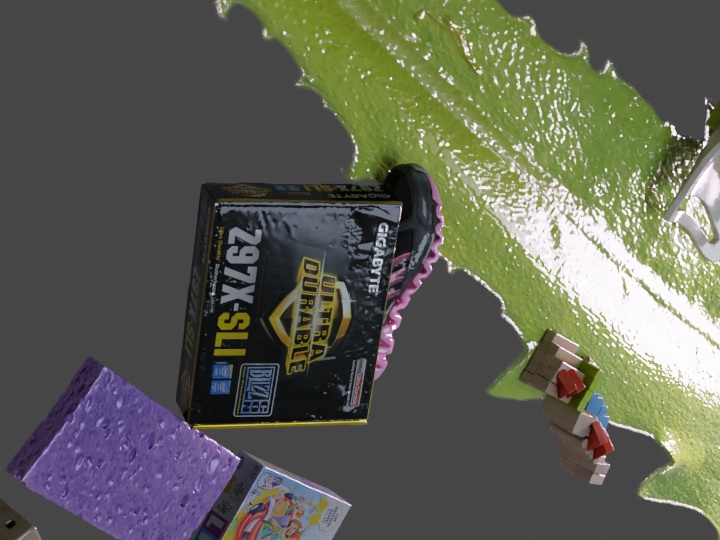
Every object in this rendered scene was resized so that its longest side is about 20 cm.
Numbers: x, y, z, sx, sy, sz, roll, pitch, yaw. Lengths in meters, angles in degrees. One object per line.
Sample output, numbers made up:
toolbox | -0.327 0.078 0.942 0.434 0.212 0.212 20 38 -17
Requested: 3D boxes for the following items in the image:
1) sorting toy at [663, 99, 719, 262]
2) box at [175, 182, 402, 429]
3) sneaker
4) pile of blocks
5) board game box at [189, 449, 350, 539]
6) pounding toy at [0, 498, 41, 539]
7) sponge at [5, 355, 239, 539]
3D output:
sorting toy | 0.380 -0.100 2.037 0.180 0.107 0.200 -52 139 1
box | -0.059 0.029 1.658 0.159 0.049 0.201 1 113 -20
sneaker | 0.000 0.000 1.731 0.095 0.079 0.201 16 99 -37
pile of blocks | 0.227 0.141 2.038 0.082 0.062 0.200 -44 137 -18
board game box | -0.105 0.268 1.796 0.134 0.034 0.201 30 89 -49
pounding toy | -0.281 0.284 1.545 0.184 0.142 0.201 -37 133 -24
sponge | -0.187 0.158 1.655 0.112 0.030 0.200 -55 138 -6
